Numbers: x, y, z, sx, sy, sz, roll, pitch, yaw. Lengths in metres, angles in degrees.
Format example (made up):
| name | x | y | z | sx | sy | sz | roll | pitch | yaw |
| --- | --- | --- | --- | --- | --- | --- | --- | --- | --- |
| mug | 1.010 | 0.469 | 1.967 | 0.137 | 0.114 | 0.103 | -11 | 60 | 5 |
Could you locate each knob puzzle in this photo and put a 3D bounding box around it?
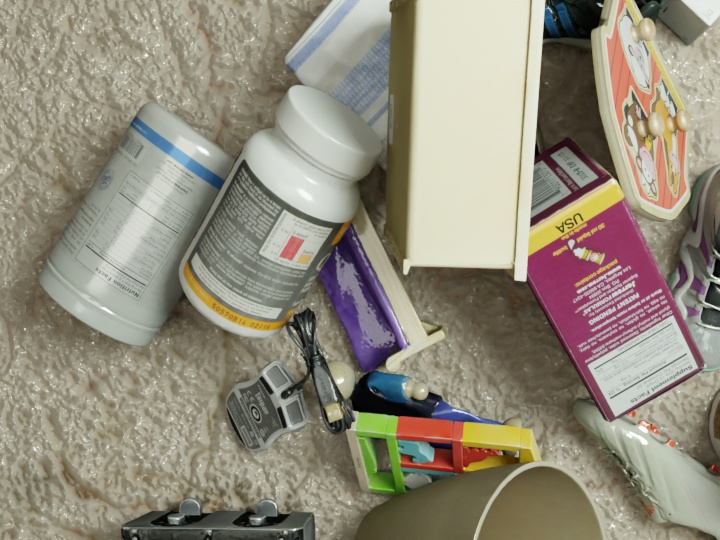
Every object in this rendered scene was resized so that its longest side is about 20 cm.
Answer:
| name | x | y | z | sx | sy | sz | roll | pitch | yaw |
| --- | --- | --- | --- | --- | --- | --- | --- | --- | --- |
| knob puzzle | 0.254 | -0.132 | 0.736 | 0.030 | 0.218 | 0.225 | -13 | 88 | 37 |

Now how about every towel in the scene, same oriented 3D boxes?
| name | x | y | z | sx | sy | sz | roll | pitch | yaw |
| --- | --- | --- | --- | --- | --- | --- | --- | --- | --- |
| towel | 0.040 | -0.178 | 0.786 | 0.147 | 0.024 | 0.200 | -44 | 90 | 13 |

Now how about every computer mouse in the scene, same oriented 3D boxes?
| name | x | y | z | sx | sy | sz | roll | pitch | yaw |
| --- | --- | --- | --- | --- | --- | --- | --- | --- | --- |
| computer mouse | -0.072 | 0.117 | 0.813 | 0.043 | 0.199 | 0.111 | -23 | 83 | -37 |

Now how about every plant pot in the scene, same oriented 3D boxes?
| name | x | y | z | sx | sy | sz | roll | pitch | yaw |
| --- | --- | --- | --- | --- | --- | --- | --- | --- | --- |
| plant pot | 0.086 | 0.263 | 0.759 | 0.198 | 0.185 | 0.192 | -10 | 88 | 49 |

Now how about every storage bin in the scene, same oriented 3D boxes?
| name | x | y | z | sx | sy | sz | roll | pitch | yaw |
| --- | --- | --- | --- | --- | --- | --- | --- | --- | --- |
| storage bin | 0.072 | -0.115 | 0.683 | 0.091 | 0.199 | 0.205 | 0 | 103 | -3 |

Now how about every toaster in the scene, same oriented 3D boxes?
| name | x | y | z | sx | sy | sz | roll | pitch | yaw |
| --- | --- | --- | --- | --- | --- | --- | --- | --- | --- |
| toaster | -0.130 | 0.329 | 0.821 | 0.176 | 0.119 | 0.205 | -2 | 89 | 6 |

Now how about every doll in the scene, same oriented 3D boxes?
| name | x | y | z | sx | sy | sz | roll | pitch | yaw |
| --- | --- | --- | --- | --- | --- | --- | --- | --- | --- |
| doll | 0.048 | 0.139 | 0.815 | 0.196 | 0.137 | 0.049 | 22 | 55 | -8 |

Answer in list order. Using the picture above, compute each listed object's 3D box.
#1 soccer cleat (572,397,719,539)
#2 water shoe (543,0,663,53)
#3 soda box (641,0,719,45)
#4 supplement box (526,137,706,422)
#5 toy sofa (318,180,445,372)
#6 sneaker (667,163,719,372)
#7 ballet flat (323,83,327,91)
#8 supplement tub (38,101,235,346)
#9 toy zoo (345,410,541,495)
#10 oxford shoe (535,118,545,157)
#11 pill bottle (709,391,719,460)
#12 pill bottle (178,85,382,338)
| name | x | y | z | sx | sy | sz | roll | pitch | yaw |
| --- | --- | --- | --- | --- | --- | --- | --- | --- | --- |
| soccer cleat | 0.281 | 0.195 | 0.815 | 0.198 | 0.069 | 0.078 | 33 | 95 | 2 |
| water shoe | 0.186 | -0.258 | 0.806 | 0.195 | 0.079 | 0.073 | 3 | 64 | -9 |
| soda box | 0.276 | -0.316 | 0.820 | 0.200 | 0.068 | 0.064 | 45 | 93 | 4 |
| supplement box | 0.202 | 0.006 | 0.753 | 0.102 | 0.131 | 0.202 | -30 | 112 | 9 |
| toy sofa | 0.000 | 0.000 | 0.833 | 0.096 | 0.083 | 0.203 | -27 | 87 | 3 |
| sneaker | 0.336 | -0.005 | 0.773 | 0.076 | 0.140 | 0.205 | 6 | 89 | 5 |
| ballet flat | -0.013 | -0.193 | 0.841 | 0.201 | 0.070 | 0.065 | -51 | 124 | -4 |
| supplement tub | -0.205 | -0.046 | 0.828 | 0.131 | 0.132 | 0.202 | 34 | 93 | 5 |
| toy zoo | 0.090 | 0.181 | 0.797 | 0.195 | 0.133 | 0.021 | 3 | 52 | 12 |
| oxford shoe | 0.143 | -0.157 | 0.826 | 0.069 | 0.075 | 0.204 | -20 | 87 | 7 |
| pill bottle | 0.388 | 0.150 | 0.737 | 0.111 | 0.200 | 0.117 | 0 | 89 | 5 |
| pill bottle | -0.070 | -0.049 | 0.744 | 0.116 | 0.116 | 0.201 | 37 | 115 | 5 |
